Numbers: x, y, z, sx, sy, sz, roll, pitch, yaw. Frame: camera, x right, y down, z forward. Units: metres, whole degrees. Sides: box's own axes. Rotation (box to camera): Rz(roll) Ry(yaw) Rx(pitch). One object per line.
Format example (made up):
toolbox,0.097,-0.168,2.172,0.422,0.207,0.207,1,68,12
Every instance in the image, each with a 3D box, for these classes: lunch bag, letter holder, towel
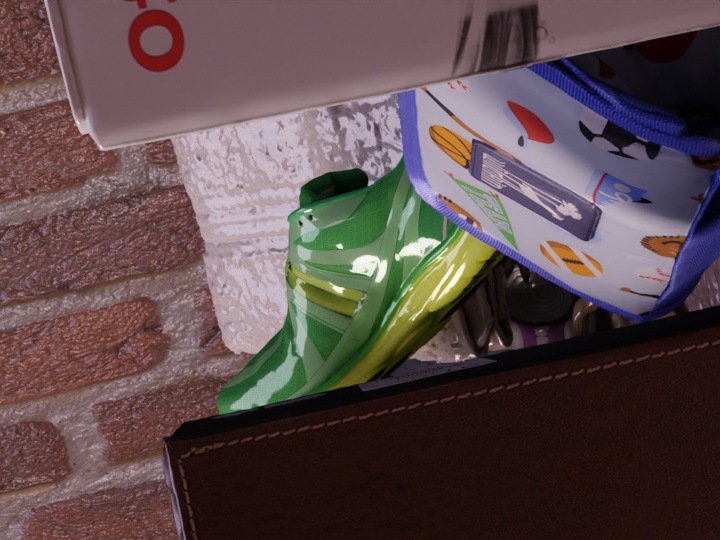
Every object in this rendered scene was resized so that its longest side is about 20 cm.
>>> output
lunch bag,0.061,-0.091,0.620,0.200,0.124,0.170,63,173,16
letter holder,0.059,0.092,0.529,0.101,0.200,0.142,146,112,-87
towel,-0.015,-0.020,0.922,0.200,0.034,0.133,-2,104,47

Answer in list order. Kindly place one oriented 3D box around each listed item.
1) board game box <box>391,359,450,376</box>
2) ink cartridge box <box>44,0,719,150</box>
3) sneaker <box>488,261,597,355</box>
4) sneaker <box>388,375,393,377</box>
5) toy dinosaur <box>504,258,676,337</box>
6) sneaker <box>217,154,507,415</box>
board game box,0.038,0.037,1.082,0.200,0.019,0.103,11,-139,-51
ink cartridge box,0.019,-0.122,0.443,0.086,0.200,0.147,-113,12,-76
sneaker,0.093,0.005,0.985,0.200,0.075,0.100,89,-177,-58
sneaker,0.047,0.112,0.916,0.079,0.200,0.089,6,-78,-64
toy dinosaur,0.104,-0.023,0.829,0.101,0.058,0.200,114,140,-59
sneaker,0.000,0.000,0.839,0.084,0.200,0.074,49,-151,9
